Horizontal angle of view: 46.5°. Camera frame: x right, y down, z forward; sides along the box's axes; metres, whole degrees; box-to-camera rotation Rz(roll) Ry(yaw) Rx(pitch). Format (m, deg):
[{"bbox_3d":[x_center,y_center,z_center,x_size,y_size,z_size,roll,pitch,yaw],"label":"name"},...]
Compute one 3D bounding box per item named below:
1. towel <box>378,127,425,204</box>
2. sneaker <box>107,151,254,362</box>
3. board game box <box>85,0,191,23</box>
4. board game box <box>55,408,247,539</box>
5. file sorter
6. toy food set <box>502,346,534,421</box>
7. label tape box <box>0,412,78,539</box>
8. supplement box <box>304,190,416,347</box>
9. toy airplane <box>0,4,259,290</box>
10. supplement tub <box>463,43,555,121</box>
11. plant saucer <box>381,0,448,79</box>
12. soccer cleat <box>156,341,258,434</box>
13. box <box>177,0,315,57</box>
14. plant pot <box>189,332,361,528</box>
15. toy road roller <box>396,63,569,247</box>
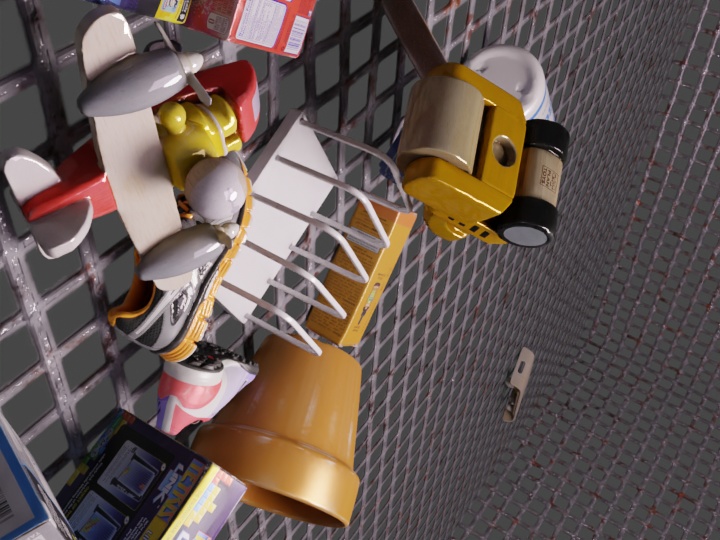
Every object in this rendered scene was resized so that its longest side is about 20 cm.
[{"bbox_3d":[0.105,-0.149,1.020,0.024,0.200,0.145,26,101,-35],"label":"towel"},{"bbox_3d":[-0.157,-0.021,0.743,0.077,0.078,0.200,24,81,-36],"label":"sneaker"},{"bbox_3d":[-0.160,-0.264,0.486,0.200,0.062,0.200,-10,123,-62],"label":"board game box"},{"bbox_3d":[-0.219,0.242,0.755,0.200,0.165,0.057,-56,133,-18],"label":"board game box"},{"bbox_3d":[-0.055,-0.032,0.864,0.200,0.124,0.139,-58,156,-13],"label":"file sorter"},{"bbox_3d":[0.466,0.345,2.522,0.200,0.060,0.144,91,22,-48],"label":"toy food set"},{"bbox_3d":[-0.260,0.191,0.633,0.063,0.144,0.200,-30,146,-22],"label":"label tape box"},{"bbox_3d":[0.000,0.000,1.112,0.067,0.069,0.200,12,101,-66],"label":"supplement box"},{"bbox_3d":[-0.150,-0.073,0.606,0.199,0.141,0.200,-66,159,9],"label":"toy airplane"},{"bbox_3d":[0.220,-0.237,1.253,0.132,0.132,0.200,-63,158,-3],"label":"supplement tub"},{"bbox_3d":[0.075,-0.230,0.918,0.034,0.200,0.200,-29,160,10],"label":"plant saucer"},{"bbox_3d":[-0.158,0.117,0.855,0.200,0.068,0.073,20,91,-83],"label":"soccer cleat"},{"bbox_3d":[-0.077,-0.270,0.614,0.100,0.095,0.200,-13,126,-63],"label":"box"},{"bbox_3d":[-0.083,0.182,0.988,0.200,0.200,0.183,68,36,-61],"label":"plant pot"},{"bbox_3d":[0.102,-0.098,0.841,0.200,0.146,0.123,26,66,-30],"label":"toy road roller"}]
